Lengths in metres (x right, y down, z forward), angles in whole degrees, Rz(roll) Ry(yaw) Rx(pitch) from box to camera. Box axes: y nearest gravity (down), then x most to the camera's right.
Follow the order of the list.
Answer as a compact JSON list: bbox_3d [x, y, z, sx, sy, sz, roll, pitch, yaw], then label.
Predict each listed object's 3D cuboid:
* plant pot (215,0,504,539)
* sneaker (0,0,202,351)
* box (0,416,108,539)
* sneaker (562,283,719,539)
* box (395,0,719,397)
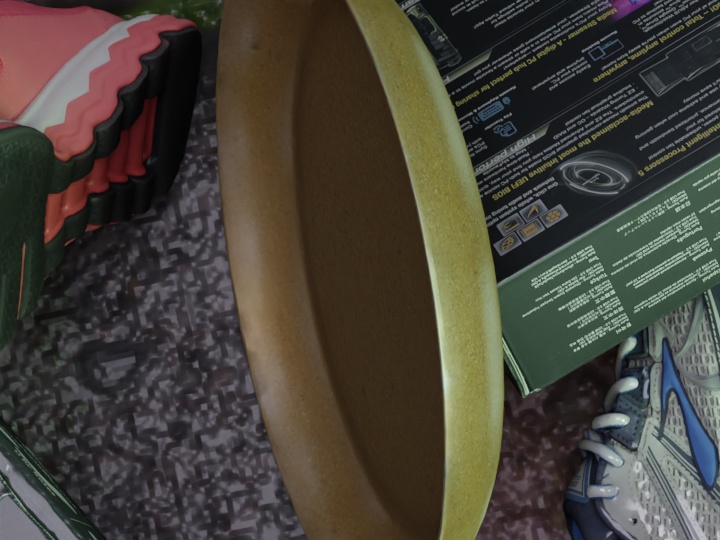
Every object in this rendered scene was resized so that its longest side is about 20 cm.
[{"bbox_3d":[0.000,0.000,0.847,0.027,0.200,0.201,-9,79,-16],"label":"plant pot"},{"bbox_3d":[-0.124,-0.031,0.876,0.087,0.200,0.074,18,116,17],"label":"sneaker"},{"bbox_3d":[-0.148,0.147,0.870,0.200,0.115,0.132,-42,82,-3],"label":"box"},{"bbox_3d":[0.096,0.049,0.889,0.085,0.077,0.201,-17,78,8],"label":"sneaker"},{"bbox_3d":[0.096,-0.071,0.876,0.200,0.044,0.160,-31,40,-1],"label":"box"}]
